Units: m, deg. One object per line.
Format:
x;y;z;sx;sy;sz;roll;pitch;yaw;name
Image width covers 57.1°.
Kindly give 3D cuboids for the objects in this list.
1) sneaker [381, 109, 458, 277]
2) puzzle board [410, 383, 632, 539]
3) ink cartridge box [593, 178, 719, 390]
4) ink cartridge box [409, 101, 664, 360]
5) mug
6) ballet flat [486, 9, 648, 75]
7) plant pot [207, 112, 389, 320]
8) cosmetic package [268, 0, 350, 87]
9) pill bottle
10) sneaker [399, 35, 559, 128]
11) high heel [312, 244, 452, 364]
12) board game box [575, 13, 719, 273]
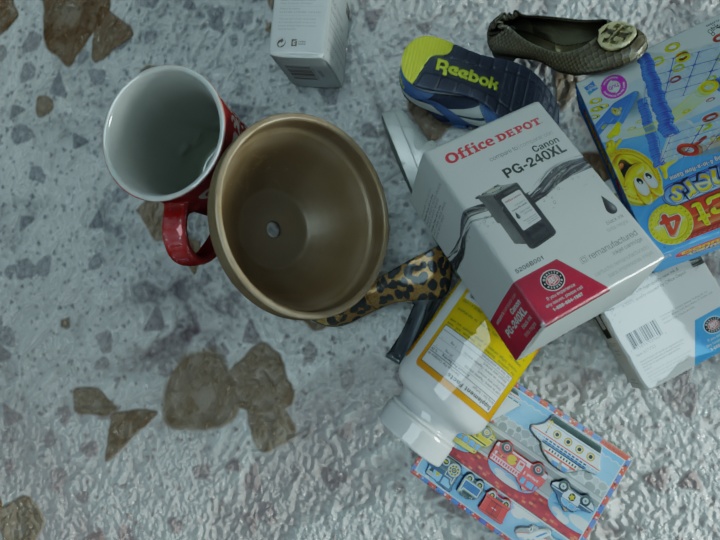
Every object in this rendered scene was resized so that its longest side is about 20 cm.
0.110;-0.110;0.749;0.114;0.074;0.203;-28;90;6;sneaker
0.174;0.215;0.729;0.198;0.017;0.153;32;92;12;puzzle board
0.292;0.007;0.698;0.114;0.068;0.203;-28;80;6;ink cartridge box
0.158;-0.044;0.630;0.143;0.084;0.202;-25;67;-16;ink cartridge box
-0.183;-0.105;0.738;0.131;0.200;0.181;25;90;12;mug
0.208;-0.248;0.698;0.067;0.047;0.199;-40;38;-15;ballet flat
-0.073;-0.050;0.687;0.197;0.092;0.207;4;82;-33;plant pot
-0.053;-0.334;0.785;0.072;0.102;0.206;6;87;11;cosmetic package
0.109;0.098;0.697;0.110;0.111;0.202;36;87;12;pill bottle
0.132;-0.199;0.753;0.196;0.082;0.076;23;80;-7;sneaker
0.000;0.000;0.741;0.197;0.071;0.145;26;107;6;high heel
0.334;-0.129;0.626;0.196;0.056;0.200;-23;67;17;board game box
